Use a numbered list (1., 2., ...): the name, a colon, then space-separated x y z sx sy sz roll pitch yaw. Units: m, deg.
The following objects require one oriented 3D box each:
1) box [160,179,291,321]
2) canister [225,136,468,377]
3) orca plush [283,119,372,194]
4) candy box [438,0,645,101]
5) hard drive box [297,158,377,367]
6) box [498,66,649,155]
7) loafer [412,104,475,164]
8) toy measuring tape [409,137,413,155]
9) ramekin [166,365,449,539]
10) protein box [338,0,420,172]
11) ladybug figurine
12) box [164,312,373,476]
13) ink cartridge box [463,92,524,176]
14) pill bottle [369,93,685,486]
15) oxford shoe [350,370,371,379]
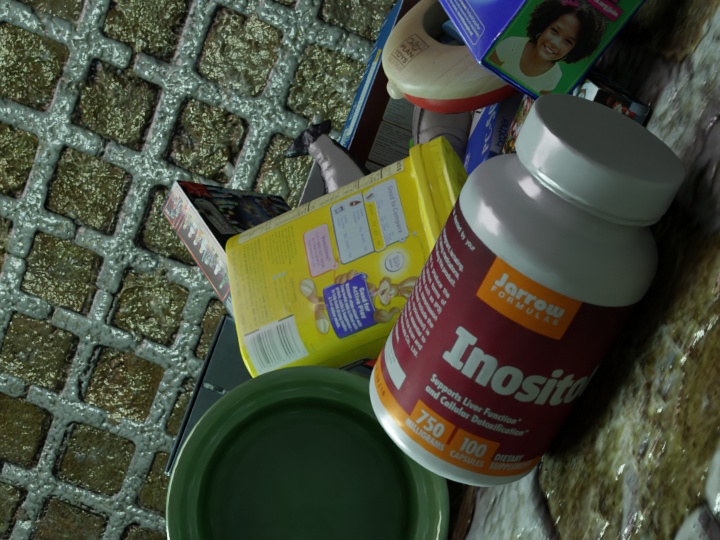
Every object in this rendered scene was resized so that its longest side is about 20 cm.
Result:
1. box: -0.087 -0.005 1.034 0.200 0.136 0.040 51 121 35
2. canister: 0.000 0.000 0.860 0.087 0.199 0.150 44 -152 -54
3. orca plush: -0.011 -0.049 1.091 0.105 0.200 0.071 -37 -19 -22
4. candy box: 0.143 -0.236 0.729 0.200 0.077 0.170 -54 28 24
5. hard drive box: -0.007 0.002 1.158 0.077 0.155 0.202 91 -163 -80
6. box: 0.138 -0.079 0.785 0.200 0.037 0.137 -90 22 -71
7. loafer: 0.083 -0.103 1.030 0.070 0.069 0.202 105 165 -83
8. toy measuring tape: 0.088 -0.056 1.095 0.074 0.073 0.202 143 125 -77
9. ramekin: -0.039 0.176 0.804 0.098 0.198 0.201 110 180 -78
10. protein box: 0.064 -0.189 1.266 0.199 0.134 0.201 -141 71 -83
11. ladybug figurine: 0.108 -0.194 0.917 0.136 0.199 0.072 54 171 43
12. box: -0.063 0.147 1.020 0.051 0.199 0.159 -171 102 -86
13. ink cartridge box: 0.133 -0.145 0.984 0.094 0.044 0.201 117 170 -53
14. pill bottle: 0.089 0.012 0.596 0.113 0.112 0.201 -81 13 -59
15. oxford shoe: -0.037 0.125 0.941 0.058 0.199 0.076 -16 72 50
